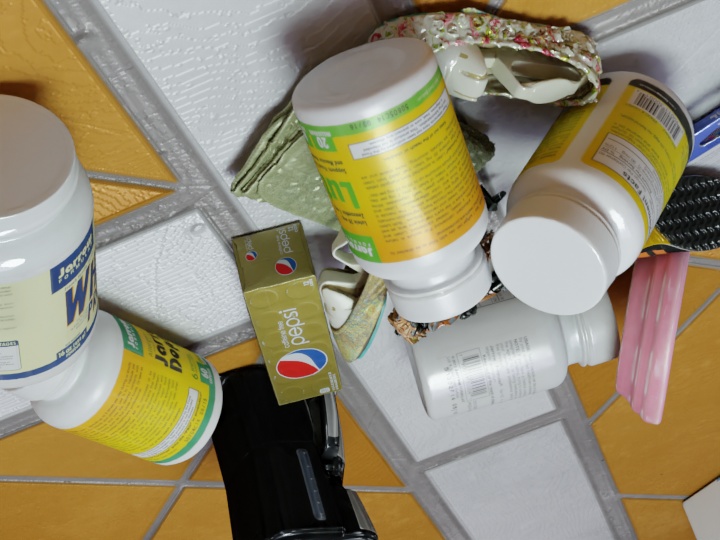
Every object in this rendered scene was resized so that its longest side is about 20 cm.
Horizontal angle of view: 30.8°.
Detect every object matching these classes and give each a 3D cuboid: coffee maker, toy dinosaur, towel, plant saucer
[{"bbox_3d":[-0.094,0.212,1.319,0.192,0.200,0.135,-10,143,-9],"label":"coffee maker"},{"bbox_3d":[0.085,-0.004,1.156,0.102,0.200,0.136,35,120,-14],"label":"toy dinosaur"},{"bbox_3d":[0.004,-0.091,1.099,0.200,0.037,0.148,16,133,-35],"label":"towel"},{"bbox_3d":[0.286,0.047,1.278,0.051,0.201,0.201,10,146,14],"label":"plant saucer"}]

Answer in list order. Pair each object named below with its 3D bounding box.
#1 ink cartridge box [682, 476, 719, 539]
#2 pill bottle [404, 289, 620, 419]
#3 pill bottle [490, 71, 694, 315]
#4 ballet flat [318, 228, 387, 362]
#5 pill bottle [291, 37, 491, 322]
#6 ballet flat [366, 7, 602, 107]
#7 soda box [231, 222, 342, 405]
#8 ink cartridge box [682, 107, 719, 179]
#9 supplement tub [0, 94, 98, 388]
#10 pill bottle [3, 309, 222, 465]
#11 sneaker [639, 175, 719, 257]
[{"bbox_3d":[0.589,0.362,1.826,0.200,0.146,0.147,14,134,-36],"label":"ink cartridge box"},{"bbox_3d":[0.148,0.070,1.299,0.199,0.115,0.114,-15,144,-2],"label":"pill bottle"},{"bbox_3d":[0.186,-0.063,1.051,0.114,0.200,0.114,20,137,20],"label":"pill bottle"},{"bbox_3d":[0.000,0.000,1.131,0.071,0.071,0.200,4,135,-25],"label":"ballet flat"},{"bbox_3d":[0.032,-0.064,0.992,0.111,0.111,0.200,-20,119,5],"label":"pill bottle"},{"bbox_3d":[0.104,-0.162,1.021,0.199,0.064,0.076,-1,140,-19],"label":"ballet flat"},{"bbox_3d":[-0.067,0.045,1.225,0.068,0.064,0.200,-14,143,-2],"label":"soda box"},{"bbox_3d":[0.359,-0.105,1.214,0.119,0.042,0.200,-34,144,22],"label":"ink cartridge box"},{"bbox_3d":[-0.274,-0.019,0.992,0.145,0.145,0.200,-6,143,-14],"label":"supplement tub"},{"bbox_3d":[-0.230,0.100,1.195,0.113,0.113,0.200,-34,140,23],"label":"pill bottle"},{"bbox_3d":[0.249,-0.043,1.189,0.200,0.070,0.090,-12,-176,-20],"label":"sneaker"}]
